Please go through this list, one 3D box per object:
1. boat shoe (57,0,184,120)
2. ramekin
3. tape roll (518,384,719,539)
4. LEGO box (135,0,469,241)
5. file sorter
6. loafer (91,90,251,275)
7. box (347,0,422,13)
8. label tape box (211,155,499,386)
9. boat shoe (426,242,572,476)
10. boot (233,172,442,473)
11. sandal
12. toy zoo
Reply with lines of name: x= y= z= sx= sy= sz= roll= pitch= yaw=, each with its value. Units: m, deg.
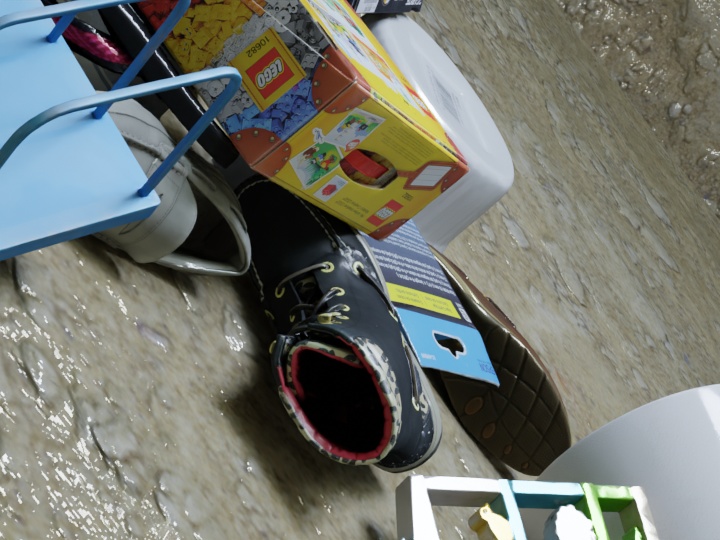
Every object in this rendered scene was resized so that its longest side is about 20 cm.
boat shoe: x=-0.152 y=-0.173 z=1.175 sx=0.070 sy=0.071 sz=0.201 roll=29 pitch=30 yaw=-55
ramekin: x=0.035 y=-0.114 z=1.525 sx=0.200 sy=0.098 sz=0.201 roll=47 pitch=18 yaw=-20
tape roll: x=0.219 y=0.187 z=1.257 sx=0.203 sy=0.203 sz=0.139 roll=31 pitch=28 yaw=-53
LEGO box: x=-0.033 y=-0.113 z=1.119 sx=0.149 sy=0.077 sz=0.200 roll=55 pitch=11 yaw=21
file sorter: x=-0.168 y=-0.122 z=0.863 sx=0.139 sy=0.123 sz=0.200 roll=-20 pitch=73 yaw=-45
loafer: x=-0.116 y=-0.042 z=1.020 sx=0.070 sy=0.070 sz=0.200 roll=52 pitch=14 yaw=25
box: x=-0.060 y=-0.251 z=1.459 sx=0.200 sy=0.050 sz=0.198 roll=24 pitch=12 yaw=11
label tape box: x=0.000 y=0.000 z=1.266 sx=0.200 sy=0.066 sz=0.143 roll=62 pitch=19 yaw=19
boat shoe: x=0.086 y=0.056 z=1.376 sx=0.200 sy=0.072 sz=0.068 roll=52 pitch=18 yaw=0
boot: x=-0.023 y=0.025 z=1.098 sx=0.204 sy=0.073 sz=0.154 roll=60 pitch=7 yaw=7
sandal: x=-0.142 y=-0.128 z=1.030 sx=0.200 sy=0.045 sz=0.075 roll=52 pitch=2 yaw=-6
toy zoo: x=0.096 y=0.182 z=1.098 sx=0.200 sy=0.020 sz=0.131 roll=6 pitch=55 yaw=-30
